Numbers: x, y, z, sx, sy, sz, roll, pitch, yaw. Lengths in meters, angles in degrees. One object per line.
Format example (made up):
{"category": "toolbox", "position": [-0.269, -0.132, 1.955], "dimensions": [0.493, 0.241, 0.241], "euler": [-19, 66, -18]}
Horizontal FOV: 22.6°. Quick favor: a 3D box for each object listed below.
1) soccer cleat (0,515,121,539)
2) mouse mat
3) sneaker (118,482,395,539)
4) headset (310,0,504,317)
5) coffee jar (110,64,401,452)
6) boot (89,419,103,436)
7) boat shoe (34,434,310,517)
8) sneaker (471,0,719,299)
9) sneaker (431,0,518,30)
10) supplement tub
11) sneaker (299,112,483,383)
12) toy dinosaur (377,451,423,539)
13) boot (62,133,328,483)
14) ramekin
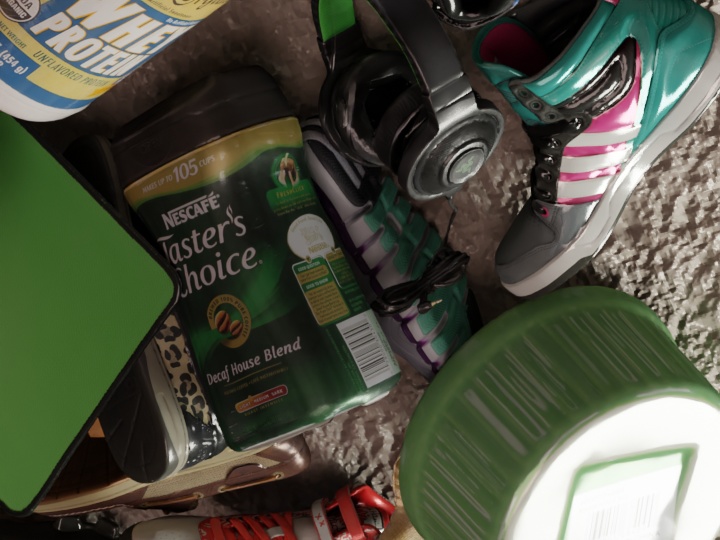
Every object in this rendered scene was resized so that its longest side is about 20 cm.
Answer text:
{"category": "soccer cleat", "position": [-0.257, 0.201, 1.244], "dimensions": [0.199, 0.065, 0.084], "euler": [11, 124, -4]}
{"category": "mouse mat", "position": [-0.201, 0.026, 1.038], "dimensions": [0.161, 0.008, 0.200], "euler": [44, 117, 14]}
{"category": "sneaker", "position": [-0.053, 0.175, 1.181], "dimensions": [0.201, 0.067, 0.108], "euler": [21, 126, -40]}
{"category": "headset", "position": [0.017, -0.072, 0.980], "dimensions": [0.094, 0.123, 0.201], "euler": [-32, 123, -16]}
{"category": "coffee jar", "position": [-0.061, -0.008, 1.003], "dimensions": [0.104, 0.085, 0.201], "euler": [-24, 88, 38]}
{"category": "boot", "position": [-0.209, 0.089, 1.146], "dimensions": [0.154, 0.077, 0.201], "euler": [7, 109, -8]}
{"category": "boat shoe", "position": [-0.127, 0.133, 1.184], "dimensions": [0.199, 0.072, 0.072], "euler": [-19, 125, 15]}
{"category": "sneaker", "position": [0.104, -0.081, 1.000], "dimensions": [0.120, 0.084, 0.200], "euler": [26, 116, -19]}
{"category": "sneaker", "position": [0.068, -0.215, 0.893], "dimensions": [0.073, 0.112, 0.201], "euler": [2, 125, 2]}
{"category": "supplement tub", "position": [-0.125, -0.183, 0.911], "dimensions": [0.200, 0.145, 0.145], "euler": [-32, 117, 25]}
{"category": "sneaker", "position": [0.000, 0.000, 1.086], "dimensions": [0.087, 0.074, 0.201], "euler": [-22, 110, 31]}
{"category": "toy dinosaur", "position": [0.054, 0.153, 1.171], "dimensions": [0.101, 0.058, 0.200], "euler": [42, 87, -26]}
{"category": "boot", "position": [-0.098, 0.016, 1.084], "dimensions": [0.073, 0.153, 0.205], "euler": [-22, 80, 45]}
{"category": "ramekin", "position": [0.132, 0.119, 1.080], "dimensions": [0.199, 0.098, 0.201], "euler": [-15, 126, -22]}
